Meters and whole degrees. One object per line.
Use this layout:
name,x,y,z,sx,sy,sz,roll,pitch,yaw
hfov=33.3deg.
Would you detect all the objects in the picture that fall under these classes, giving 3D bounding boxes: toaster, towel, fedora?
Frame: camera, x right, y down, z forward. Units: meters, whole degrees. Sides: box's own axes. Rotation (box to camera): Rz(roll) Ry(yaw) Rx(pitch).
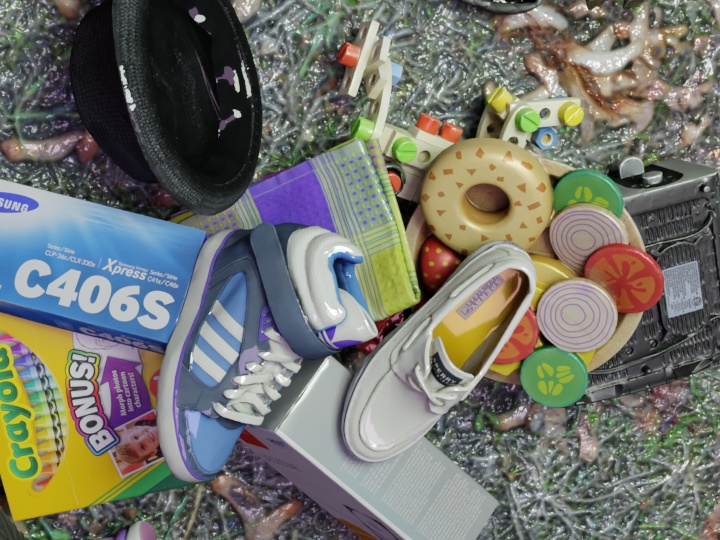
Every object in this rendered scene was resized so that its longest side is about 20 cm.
toaster,0.217,0.012,1.024,0.181,0.119,0.200,-16,109,-5
towel,-0.057,-0.008,0.945,0.200,0.023,0.144,-19,83,25
fedora,-0.154,-0.137,0.908,0.092,0.201,0.201,-6,112,27

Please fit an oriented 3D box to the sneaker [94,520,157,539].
sneaker,-0.218,0.320,1.069,0.088,0.080,0.200,-6,104,-2

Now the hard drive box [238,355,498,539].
hard drive box,-0.009,0.154,1.001,0.200,0.156,0.077,43,72,-19

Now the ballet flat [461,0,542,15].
ballet flat,0.055,-0.252,0.941,0.200,0.057,0.067,14,105,-15

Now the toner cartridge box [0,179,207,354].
toner cartridge box,-0.225,-0.005,0.926,0.200,0.043,0.095,14,71,2

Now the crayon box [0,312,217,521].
crayon box,-0.223,0.094,1.000,0.172,0.058,0.200,-11,109,-7

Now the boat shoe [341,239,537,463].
boat shoe,0.057,0.066,0.874,0.071,0.070,0.200,41,99,-9

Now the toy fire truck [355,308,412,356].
toy fire truck,0.000,0.000,1.017,0.200,0.049,0.141,-44,108,4

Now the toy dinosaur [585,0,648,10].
toy dinosaur,0.184,-0.263,0.950,0.200,0.077,0.102,-13,73,-4

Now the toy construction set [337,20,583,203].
toy construction set,0.066,-0.114,0.962,0.200,0.092,0.131,23,105,-11

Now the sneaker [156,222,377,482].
sneaker,-0.061,0.062,0.876,0.081,0.146,0.200,29,68,-56

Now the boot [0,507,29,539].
boot,-0.371,0.267,1.005,0.200,0.073,0.182,-19,116,8

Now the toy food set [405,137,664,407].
toy food set,0.126,0.004,0.924,0.198,0.049,0.200,22,117,7
